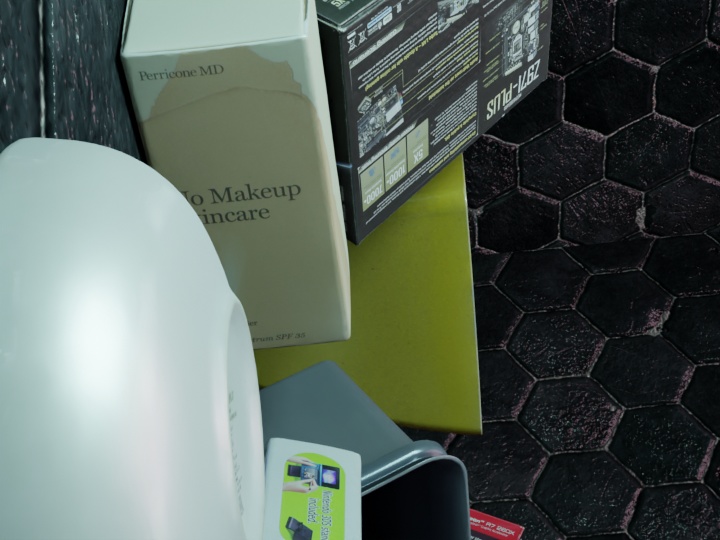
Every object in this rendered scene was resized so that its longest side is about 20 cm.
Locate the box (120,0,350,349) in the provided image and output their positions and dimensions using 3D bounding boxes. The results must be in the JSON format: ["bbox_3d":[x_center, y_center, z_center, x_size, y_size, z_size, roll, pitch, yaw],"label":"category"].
[{"bbox_3d":[-0.059,-0.055,0.657,0.078,0.094,0.201,-93,176,-47],"label":"box"}]

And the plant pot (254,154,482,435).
[{"bbox_3d":[0.000,0.000,0.985,0.201,0.174,0.202,-85,169,-63],"label":"plant pot"}]

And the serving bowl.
[{"bbox_3d":[-0.069,0.055,0.413,0.200,0.065,0.203,-5,90,-88],"label":"serving bowl"}]

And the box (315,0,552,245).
[{"bbox_3d":[0.028,-0.146,0.759,0.200,0.086,0.165,-42,147,-28],"label":"box"}]

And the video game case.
[{"bbox_3d":[-0.037,0.201,0.490,0.182,0.045,0.202,-89,-170,-65],"label":"video game case"}]

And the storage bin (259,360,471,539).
[{"bbox_3d":[-0.023,0.169,0.810,0.134,0.144,0.202,46,-27,45],"label":"storage bin"}]

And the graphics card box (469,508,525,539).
[{"bbox_3d":[0.032,0.258,0.926,0.201,0.124,0.051,-55,150,-39],"label":"graphics card box"}]
